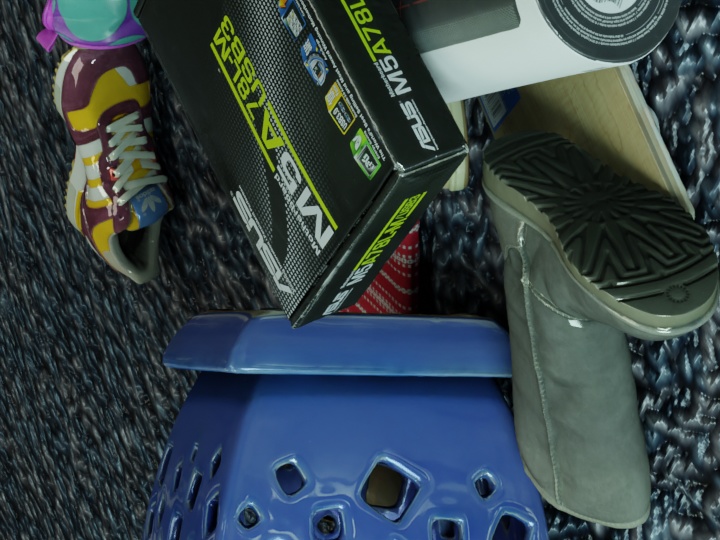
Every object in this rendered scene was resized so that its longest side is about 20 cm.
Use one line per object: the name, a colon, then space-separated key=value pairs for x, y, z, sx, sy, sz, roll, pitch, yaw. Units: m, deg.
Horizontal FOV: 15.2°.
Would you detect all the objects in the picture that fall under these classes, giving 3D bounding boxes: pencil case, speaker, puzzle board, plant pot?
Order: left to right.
pencil case: x=-0.182 y=-0.251 z=1.821 sx=0.085 sy=0.092 sz=0.201 roll=42 pitch=142 yaw=52
plant pot: x=-0.011 y=0.112 z=1.505 sx=0.200 sy=0.199 sz=0.181 roll=174 pitch=98 yaw=-74
speaker: x=0.072 y=-0.127 z=1.281 sx=0.200 sy=0.081 sz=0.082 roll=-4 pitch=101 yaw=67
puzzle board: x=0.102 y=-0.087 z=1.363 sx=0.201 sy=0.017 sz=0.151 roll=68 pitch=158 yaw=15

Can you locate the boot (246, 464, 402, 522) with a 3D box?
boot: x=-0.025 y=0.144 z=1.711 sx=0.200 sy=0.096 sz=0.075 roll=36 pitch=137 yaw=57

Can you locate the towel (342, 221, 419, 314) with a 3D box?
towel: x=0.000 y=0.000 z=1.655 sx=0.145 sy=0.022 sz=0.201 roll=45 pitch=146 yaw=47

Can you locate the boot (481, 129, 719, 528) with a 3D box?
boot: x=0.119 y=0.049 z=1.323 sx=0.182 sy=0.072 sz=0.201 roll=-129 pitch=29 yaw=-52

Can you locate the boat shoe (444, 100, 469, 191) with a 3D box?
boat shoe: x=0.007 y=-0.132 z=1.471 sx=0.072 sy=0.065 sz=0.201 roll=104 pitch=148 yaw=-77

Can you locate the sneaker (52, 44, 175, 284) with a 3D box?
sneaker: x=-0.168 y=-0.082 z=1.944 sx=0.090 sy=0.075 sz=0.201 roll=46 pitch=152 yaw=34

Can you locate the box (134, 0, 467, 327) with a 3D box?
box: x=-0.036 y=-0.098 z=1.360 sx=0.201 sy=0.047 sz=0.193 roll=63 pitch=152 yaw=13
